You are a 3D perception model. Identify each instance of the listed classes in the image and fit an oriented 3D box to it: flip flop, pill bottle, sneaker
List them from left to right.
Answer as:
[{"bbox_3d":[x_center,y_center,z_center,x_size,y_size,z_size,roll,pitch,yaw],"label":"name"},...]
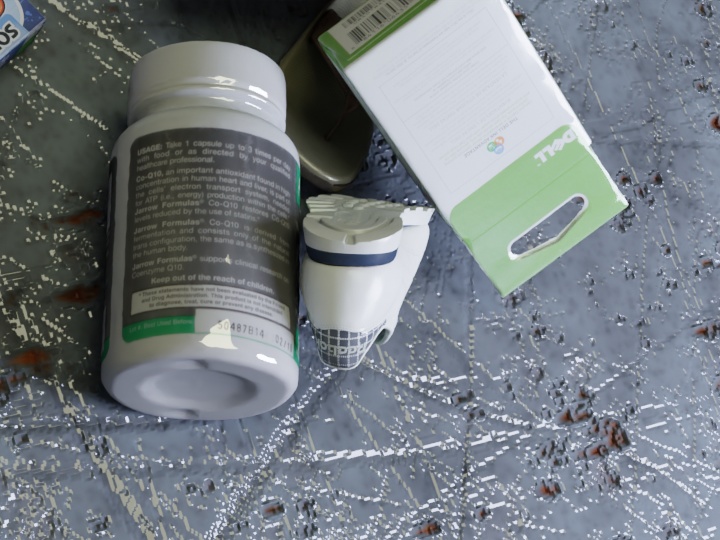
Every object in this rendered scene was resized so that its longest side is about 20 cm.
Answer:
[{"bbox_3d":[-0.091,-0.024,1.132,0.113,0.113,0.201,11,64,-24],"label":"pill bottle"},{"bbox_3d":[-0.001,-0.137,1.265,0.081,0.058,0.200,37,55,-11],"label":"flip flop"},{"bbox_3d":[0.000,0.000,1.164,0.076,0.200,0.081,2,100,11],"label":"sneaker"}]

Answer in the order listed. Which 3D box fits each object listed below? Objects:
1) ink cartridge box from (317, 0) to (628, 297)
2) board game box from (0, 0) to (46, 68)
[{"bbox_3d":[0.072,-0.092,1.209,0.104,0.059,0.200,-37,121,1],"label":"ink cartridge box"},{"bbox_3d":[-0.295,-0.129,1.115,0.135,0.034,0.200,44,55,-4],"label":"board game box"}]
